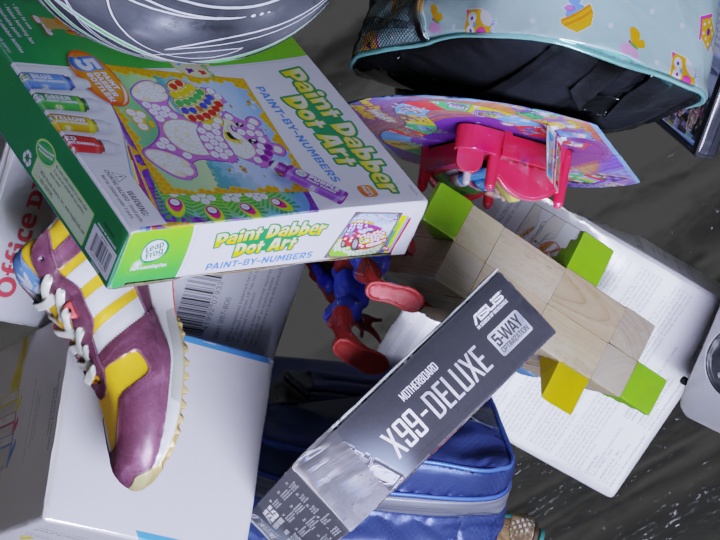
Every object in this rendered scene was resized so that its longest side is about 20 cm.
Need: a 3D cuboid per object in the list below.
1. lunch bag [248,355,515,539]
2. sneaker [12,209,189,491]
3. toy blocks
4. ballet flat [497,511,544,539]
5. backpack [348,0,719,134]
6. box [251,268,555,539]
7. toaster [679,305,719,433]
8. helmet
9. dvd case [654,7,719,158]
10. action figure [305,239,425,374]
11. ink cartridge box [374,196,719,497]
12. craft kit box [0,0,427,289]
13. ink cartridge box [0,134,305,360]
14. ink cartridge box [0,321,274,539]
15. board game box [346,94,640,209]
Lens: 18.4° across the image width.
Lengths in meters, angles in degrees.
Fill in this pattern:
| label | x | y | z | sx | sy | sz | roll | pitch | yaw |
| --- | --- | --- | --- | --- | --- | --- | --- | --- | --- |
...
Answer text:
| label | x | y | z | sx | sy | sz | roll | pitch | yaw |
| --- | --- | --- | --- | --- | --- | --- | --- | --- | --- |
| lunch bag | -0.007 | 0.126 | 1.421 | 0.199 | 0.136 | 0.133 | 7 | 113 | -14 |
| sneaker | -0.146 | 0.023 | 1.209 | 0.090 | 0.201 | 0.075 | 5 | 153 | -21 |
| toy blocks | 0.083 | 0.015 | 1.386 | 0.200 | 0.137 | 0.100 | 32 | 81 | -25 |
| ballet flat | 0.070 | 0.253 | 1.573 | 0.065 | 0.071 | 0.201 | 19 | 108 | 2 |
| backpack | 0.113 | -0.156 | 1.284 | 0.175 | 0.200 | 0.154 | 17 | 88 | -26 |
| box | 0.018 | 0.089 | 1.246 | 0.158 | 0.200 | 0.050 | -43 | 87 | -16 |
| toaster | 0.323 | 0.036 | 1.474 | 0.200 | 0.118 | 0.181 | 2 | 114 | -56 |
| helmet | -0.095 | -0.203 | 1.181 | 0.200 | 0.200 | 0.191 | 35 | 78 | -31 |
| dvd case | 0.207 | -0.186 | 1.335 | 0.017 | 0.143 | 0.201 | 6 | 114 | -26 |
| action figure | 0.000 | 0.000 | 1.294 | 0.052 | 0.200 | 0.066 | 21 | 106 | -16 |
| ink cartridge box | 0.129 | 0.038 | 1.494 | 0.199 | 0.050 | 0.161 | 30 | 104 | -11 |
| craft kit box | -0.095 | -0.078 | 1.217 | 0.197 | 0.200 | 0.049 | -5 | 135 | -40 |
| ink cartridge box | -0.132 | -0.038 | 1.324 | 0.199 | 0.084 | 0.145 | 11 | 111 | -24 |
| ink cartridge box | -0.159 | 0.115 | 1.332 | 0.128 | 0.200 | 0.126 | 15 | 69 | -25 |
| board game box | 0.076 | -0.058 | 1.328 | 0.200 | 0.157 | 0.039 | 35 | 63 | -68 |
